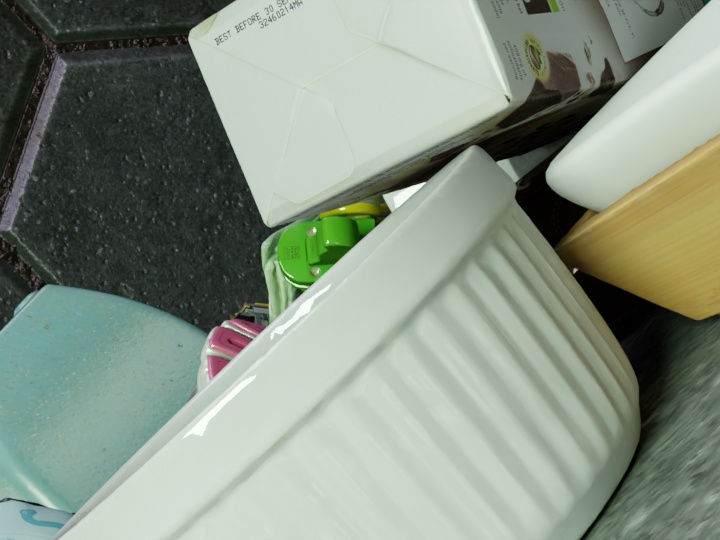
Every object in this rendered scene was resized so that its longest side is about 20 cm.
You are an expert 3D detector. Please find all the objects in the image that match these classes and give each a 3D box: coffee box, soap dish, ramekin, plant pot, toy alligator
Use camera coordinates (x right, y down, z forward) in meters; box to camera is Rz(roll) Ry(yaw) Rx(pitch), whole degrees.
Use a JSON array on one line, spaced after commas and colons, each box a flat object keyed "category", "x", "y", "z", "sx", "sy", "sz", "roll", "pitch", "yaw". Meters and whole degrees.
[{"category": "coffee box", "x": 0.047, "y": -0.087, "z": 0.575, "sx": 0.113, "sy": 0.080, "sz": 0.200, "roll": -24, "pitch": -3, "yaw": 36}, {"category": "soap dish", "x": 0.166, "y": -0.076, "z": 0.490, "sx": 0.200, "sy": 0.081, "sz": 0.157, "roll": -45, "pitch": 3, "yaw": -25}, {"category": "ramekin", "x": 0.000, "y": 0.063, "z": 0.498, "sx": 0.200, "sy": 0.105, "sz": 0.200, "roll": -42, "pitch": 2, "yaw": 2}, {"category": "plant pot", "x": -0.178, "y": 0.129, "z": 0.938, "sx": 0.196, "sy": 0.200, "sz": 0.197, "roll": -42, "pitch": 8, "yaw": 43}, {"category": "toy alligator", "x": 0.000, "y": 0.000, "z": 0.775, "sx": 0.054, "sy": 0.060, "sz": 0.200, "roll": -6, "pitch": -10, "yaw": 18}]

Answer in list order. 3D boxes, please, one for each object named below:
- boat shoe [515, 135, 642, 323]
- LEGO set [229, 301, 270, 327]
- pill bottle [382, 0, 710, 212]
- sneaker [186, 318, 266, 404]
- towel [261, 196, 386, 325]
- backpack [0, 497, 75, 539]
[{"category": "boat shoe", "x": 0.055, "y": 0.016, "z": 0.659, "sx": 0.200, "sy": 0.071, "sz": 0.070, "roll": -38, "pitch": -37, "yaw": 15}, {"category": "LEGO set", "x": -0.115, "y": 0.089, "z": 1.113, "sx": 0.153, "sy": 0.116, "sz": 0.200, "roll": 3, "pitch": -37, "yaw": -21}, {"category": "pill bottle", "x": 0.108, "y": -0.081, "z": 0.753, "sx": 0.199, "sy": 0.113, "sz": 0.113, "roll": -31, "pitch": 5, "yaw": 13}, {"category": "sneaker", "x": -0.058, "y": 0.115, "z": 0.699, "sx": 0.200, "sy": 0.073, "sz": 0.088, "roll": -95, "pitch": 22, "yaw": -54}, {"category": "towel", "x": -0.019, "y": 0.042, "z": 0.865, "sx": 0.153, "sy": 0.023, "sz": 0.201, "roll": -44, "pitch": -35, "yaw": -51}, {"category": "backpack", "x": -0.153, "y": 0.179, "z": 0.545, "sx": 0.200, "sy": 0.163, "sz": 0.154, "roll": -44, "pitch": 24, "yaw": -4}]
